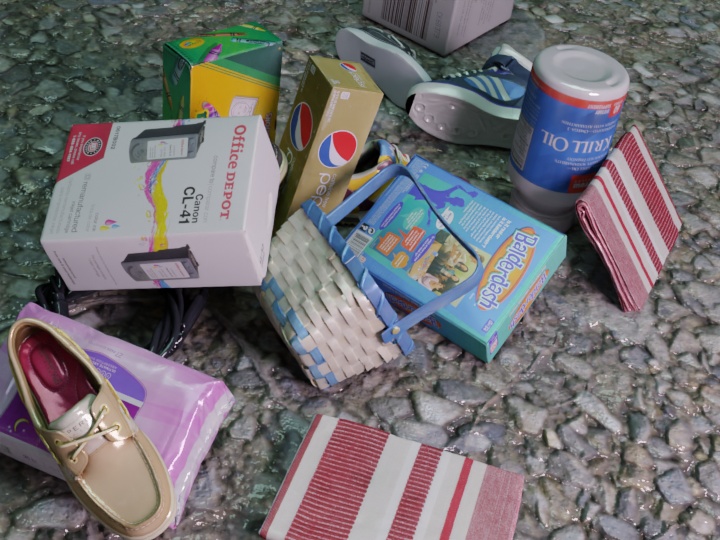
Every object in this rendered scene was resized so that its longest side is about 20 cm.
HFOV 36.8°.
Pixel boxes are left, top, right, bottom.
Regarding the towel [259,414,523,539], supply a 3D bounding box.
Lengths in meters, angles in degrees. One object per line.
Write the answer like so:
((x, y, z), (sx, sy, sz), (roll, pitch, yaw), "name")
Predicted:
((0.031, 0.203, 0.916), (0.196, 0.023, 0.145), (16, 41, 11), "towel")

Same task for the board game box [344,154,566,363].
((0.095, -0.017, 1.145), (0.198, 0.045, 0.153), (31, 69, 25), "board game box")

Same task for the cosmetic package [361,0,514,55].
((0.131, -0.457, 1.638), (0.163, 0.167, 0.199), (30, 43, 23), "cosmetic package")

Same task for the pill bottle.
((0.232, -0.146, 1.252), (0.110, 0.203, 0.113), (5, 38, -4), "pill bottle")

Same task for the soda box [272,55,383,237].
((-0.047, -0.121, 1.157), (0.063, 0.202, 0.068), (1, 37, -31), "soda box")

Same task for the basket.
((0.000, 0.000, 1.049), (0.199, 0.139, 0.177), (-36, 48, 2), "basket")

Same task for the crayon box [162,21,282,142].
((-0.154, -0.159, 1.185), (0.118, 0.203, 0.058), (-23, 47, -34), "crayon box")

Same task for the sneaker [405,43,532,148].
((0.155, -0.242, 1.433), (0.196, 0.081, 0.148), (12, 50, -9), "sneaker")

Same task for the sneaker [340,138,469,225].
((0.045, -0.104, 1.249), (0.196, 0.091, 0.076), (-3, 40, -16), "sneaker")

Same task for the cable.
((-0.243, 0.042, 1.040), (0.160, 0.051, 0.201), (16, 40, 8), "cable")

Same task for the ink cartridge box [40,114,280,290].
((-0.186, -0.065, 1.032), (0.196, 0.086, 0.150), (-3, 54, 10), "ink cartridge box")

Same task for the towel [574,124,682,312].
((0.308, -0.063, 1.234), (0.023, 0.146, 0.200), (-16, 20, 39), "towel")

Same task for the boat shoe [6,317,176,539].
((-0.214, 0.118, 0.827), (0.073, 0.069, 0.200), (-38, 70, -11), "boat shoe")

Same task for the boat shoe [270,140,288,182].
((-0.169, -0.079, 1.129), (0.199, 0.066, 0.072), (-31, 50, 0), "boat shoe")

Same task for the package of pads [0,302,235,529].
((-0.217, 0.120, 0.905), (0.197, 0.076, 0.122), (20, 66, 12), "package of pads")

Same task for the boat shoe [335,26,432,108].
((0.047, -0.285, 1.493), (0.067, 0.073, 0.199), (-21, 41, -31), "boat shoe")
